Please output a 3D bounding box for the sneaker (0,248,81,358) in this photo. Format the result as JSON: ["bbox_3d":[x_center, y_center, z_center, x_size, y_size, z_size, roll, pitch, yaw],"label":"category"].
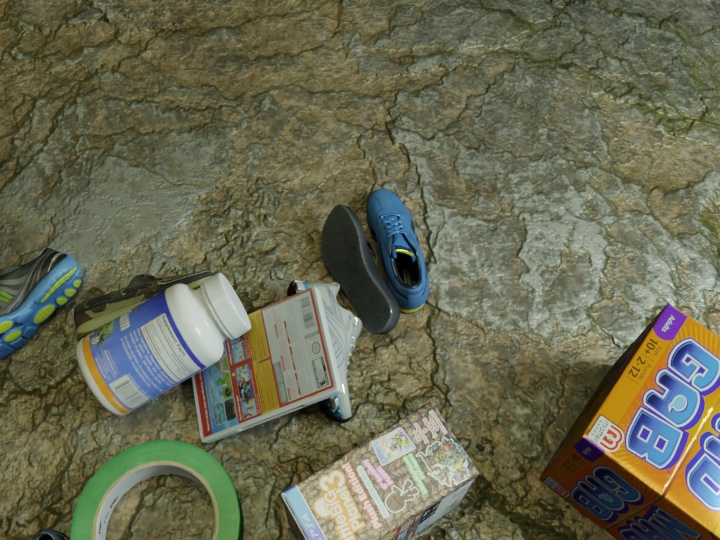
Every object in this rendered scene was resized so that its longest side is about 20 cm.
[{"bbox_3d":[-0.468,0.046,1.081,0.082,0.071,0.200,32,64,29],"label":"sneaker"}]

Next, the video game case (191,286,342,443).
[{"bbox_3d":[-0.127,0.121,1.032,0.198,0.017,0.145,-22,63,15],"label":"video game case"}]

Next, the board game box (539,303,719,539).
[{"bbox_3d":[0.366,0.207,0.951,0.199,0.200,0.200,36,67,15],"label":"board game box"}]

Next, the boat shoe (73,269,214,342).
[{"bbox_3d":[-0.291,0.036,1.085,0.199,0.072,0.067,-24,71,-9],"label":"boat shoe"}]

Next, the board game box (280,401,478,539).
[{"bbox_3d":[0.020,0.265,0.932,0.198,0.160,0.097,-28,66,-16],"label":"board game box"}]

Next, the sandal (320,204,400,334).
[{"bbox_3d":[0.000,0.001,1.126,0.043,0.076,0.202,5,54,-48],"label":"sandal"}]

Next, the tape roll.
[{"bbox_3d":[-0.240,0.307,0.961,0.197,0.048,0.203,1,63,-2],"label":"tape roll"}]

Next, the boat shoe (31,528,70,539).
[{"bbox_3d":[-0.346,0.394,0.904,0.074,0.062,0.202,-4,64,-7],"label":"boat shoe"}]

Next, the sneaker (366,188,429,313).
[{"bbox_3d":[0.055,-0.042,1.137,0.065,0.079,0.202,-11,62,-6],"label":"sneaker"}]

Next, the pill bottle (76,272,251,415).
[{"bbox_3d":[-0.243,0.087,1.015,0.199,0.112,0.113,-30,67,-2],"label":"pill bottle"}]

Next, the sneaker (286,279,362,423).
[{"bbox_3d":[-0.031,0.099,1.067,0.086,0.075,0.202,-7,68,-23],"label":"sneaker"}]
